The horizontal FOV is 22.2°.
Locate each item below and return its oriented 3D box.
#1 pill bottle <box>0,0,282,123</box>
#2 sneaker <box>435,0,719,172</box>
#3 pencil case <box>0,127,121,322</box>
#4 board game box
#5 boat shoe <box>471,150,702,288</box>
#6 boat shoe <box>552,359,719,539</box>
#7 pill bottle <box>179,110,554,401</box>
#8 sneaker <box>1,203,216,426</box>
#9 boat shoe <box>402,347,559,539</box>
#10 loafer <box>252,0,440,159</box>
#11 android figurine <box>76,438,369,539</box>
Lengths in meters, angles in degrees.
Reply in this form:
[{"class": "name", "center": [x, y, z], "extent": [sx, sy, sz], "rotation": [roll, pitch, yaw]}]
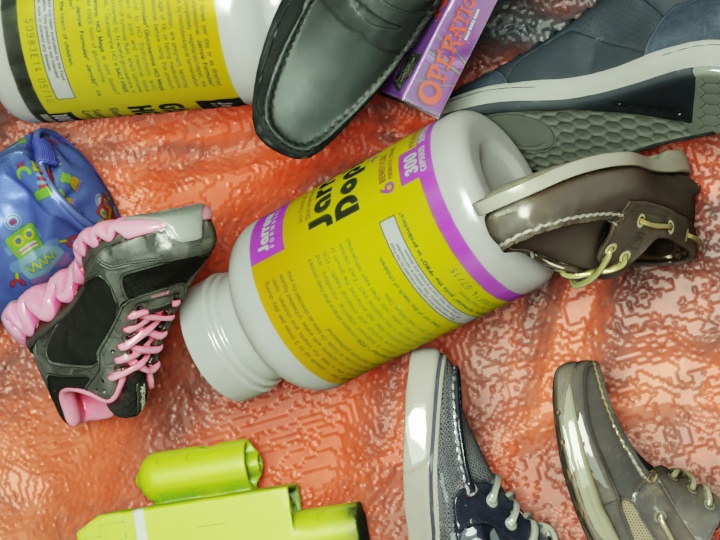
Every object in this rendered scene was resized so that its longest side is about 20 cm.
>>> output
[{"class": "pill bottle", "center": [-0.104, -0.146, 1.037], "extent": [0.200, 0.112, 0.113], "rotation": [-4, 87, 12]}, {"class": "sneaker", "center": [0.138, -0.136, 1.006], "extent": [0.202, 0.077, 0.146], "rotation": [-9, 58, 38]}, {"class": "pencil case", "center": [-0.239, -0.003, 1.077], "extent": [0.200, 0.087, 0.078], "rotation": [-34, 47, 8]}, {"class": "board game box", "center": [0.062, -0.183, 1.001], "extent": [0.032, 0.120, 0.200], "rotation": [25, 94, -21]}, {"class": "boat shoe", "center": [0.123, -0.024, 0.942], "extent": [0.072, 0.200, 0.060], "rotation": [-18, 85, 30]}, {"class": "boat shoe", "center": [0.159, 0.139, 0.996], "extent": [0.073, 0.074, 0.200], "rotation": [-19, 93, 1]}, {"class": "pill bottle", "center": [0.000, 0.000, 1.003], "extent": [0.200, 0.104, 0.104], "rotation": [-28, 82, 24]}, {"class": "sneaker", "center": [-0.128, 0.030, 1.013], "extent": [0.200, 0.079, 0.095], "rotation": [-37, 68, 53]}, {"class": "boat shoe", "center": [0.074, 0.141, 1.014], "extent": [0.093, 0.075, 0.200], "rotation": [-3, 96, 7]}, {"class": "loafer", "center": [0.008, -0.148, 0.945], "extent": [0.068, 0.070, 0.201], "rotation": [31, 89, -15]}, {"class": "android figurine", "center": [-0.089, 0.192, 1.058], "extent": [0.200, 0.041, 0.182], "rotation": [-12, 86, 11]}]
